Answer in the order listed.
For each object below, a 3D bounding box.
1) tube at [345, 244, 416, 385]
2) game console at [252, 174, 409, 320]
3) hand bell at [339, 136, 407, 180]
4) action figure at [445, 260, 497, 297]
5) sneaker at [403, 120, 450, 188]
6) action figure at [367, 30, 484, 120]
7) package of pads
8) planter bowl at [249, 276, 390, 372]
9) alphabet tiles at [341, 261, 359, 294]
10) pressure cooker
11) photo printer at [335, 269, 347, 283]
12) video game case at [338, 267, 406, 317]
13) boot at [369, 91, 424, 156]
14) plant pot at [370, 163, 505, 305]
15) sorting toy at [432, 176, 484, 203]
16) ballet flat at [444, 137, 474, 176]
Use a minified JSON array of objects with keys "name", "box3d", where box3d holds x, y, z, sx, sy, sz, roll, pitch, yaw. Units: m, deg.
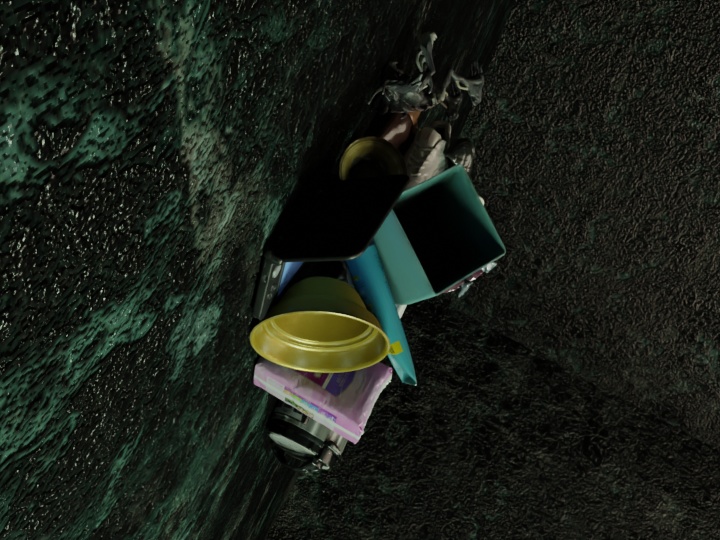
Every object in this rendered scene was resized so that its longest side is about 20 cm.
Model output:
[{"name":"tube","box3d":[0.035,0.066,0.957,0.049,0.205,0.077,-21,179,-8]},{"name":"game console","box3d":[-0.037,-0.031,0.856,0.201,0.114,0.179,-56,169,-49]},{"name":"hand bell","box3d":[-0.001,-0.125,1.048,0.106,0.102,0.200,-62,-174,-14]},{"name":"action figure","box3d":[0.129,-0.058,1.114,0.132,0.203,0.149,-35,168,5]},{"name":"sneaker","box3d":[0.095,-0.184,1.097,0.101,0.076,0.202,101,16,-47]},{"name":"action figure","box3d":[0.089,-0.285,1.003,0.196,0.105,0.118,-6,165,-38]},{"name":"package of pads","box3d":[-0.058,0.165,1.043,0.122,0.196,0.077,-55,169,-37]},{"name":"planter bowl","box3d":[-0.055,0.067,0.935,0.202,0.193,0.086,105,-12,-59]},{"name":"alphabet tiles","box3d":[0.000,0.000,1.061,0.199,0.014,0.202,-97,160,-50]},{"name":"pressure cooker","box3d":[-0.102,0.330,1.418,0.204,0.175,0.177,-62,176,-23]},{"name":"photo printer","box3d":[-0.014,0.029,1.280,0.166,0.070,0.200,-42,-179,18]},{"name":"video game case","box3d":[0.053,-0.023,1.389,0.023,0.179,0.204,37,77,-53]},{"name":"boot","box3d":[0.039,-0.204,1.138,0.167,0.072,0.201,-49,170,-21]},{"name":"plant pot","box3d":[0.086,-0.033,0.995,0.139,0.144,0.200,-27,176,-26]},{"name":"sorting toy","box3d":[0.174,-0.076,1.304,0.106,0.175,0.207,3,-82,63]},{"name":"ballet flat","box3d":[0.162,-0.143,1.167,0.056,0.066,0.203,-29,141,-22]}]
